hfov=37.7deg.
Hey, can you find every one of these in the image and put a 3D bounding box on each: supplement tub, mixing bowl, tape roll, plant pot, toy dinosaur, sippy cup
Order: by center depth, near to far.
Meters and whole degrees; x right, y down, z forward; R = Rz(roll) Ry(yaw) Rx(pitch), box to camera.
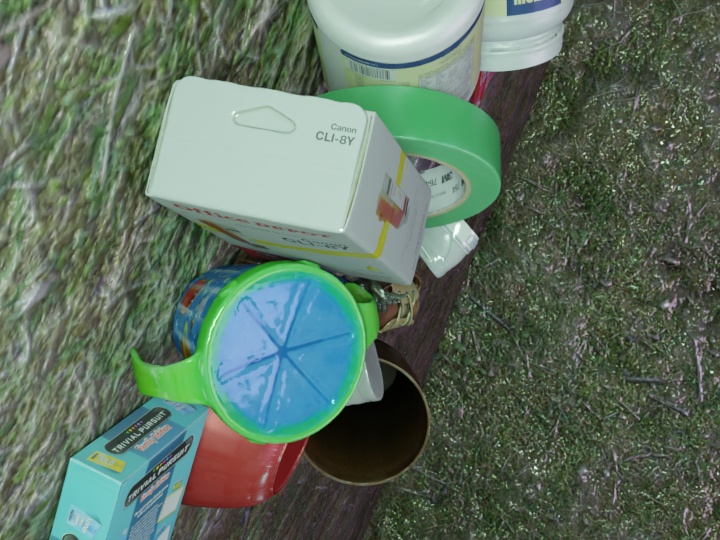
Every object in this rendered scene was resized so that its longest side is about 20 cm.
[{"bbox_3d":[-0.083,0.052,0.829,0.130,0.177,0.141,18,-95,60],"label":"sippy cup"},{"bbox_3d":[0.033,-0.202,0.897,0.200,0.144,0.146,77,38,-73],"label":"supplement tub"},{"bbox_3d":[0.023,-0.092,0.917,0.201,0.198,0.049,81,9,-70],"label":"tape roll"},{"bbox_3d":[0.000,0.000,0.997,0.047,0.088,0.200,-38,-176,9],"label":"toy dinosaur"},{"bbox_3d":[0.131,-0.307,1.002,0.145,0.144,0.202,-54,145,-50],"label":"supplement tub"},{"bbox_3d":[-0.110,0.149,1.009,0.200,0.108,0.202,24,90,-80],"label":"mixing bowl"},{"bbox_3d":[0.005,0.173,1.502,0.200,0.185,0.188,-81,-170,-73],"label":"plant pot"}]

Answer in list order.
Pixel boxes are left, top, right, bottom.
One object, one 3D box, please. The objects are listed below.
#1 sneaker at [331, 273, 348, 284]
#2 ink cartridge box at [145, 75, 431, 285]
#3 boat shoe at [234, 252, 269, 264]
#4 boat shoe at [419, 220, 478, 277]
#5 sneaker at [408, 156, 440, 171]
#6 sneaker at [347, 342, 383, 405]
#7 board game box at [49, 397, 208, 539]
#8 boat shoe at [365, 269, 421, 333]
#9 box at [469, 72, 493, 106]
[{"bbox_3d":[-0.030,-0.001,1.101,0.201,0.078,0.066,-55,160,-21],"label":"sneaker"},{"bbox_3d":[-0.042,-0.056,0.751,0.200,0.144,0.084,37,65,-72],"label":"ink cartridge box"},{"bbox_3d":[-0.070,0.003,0.996,0.203,0.074,0.075,-57,167,-45],"label":"boat shoe"},{"bbox_3d":[0.029,-0.070,1.056,0.069,0.200,0.072,-47,162,1],"label":"boat shoe"},{"bbox_3d":[0.053,-0.169,1.130,0.070,0.080,0.202,11,86,-62],"label":"sneaker"},{"bbox_3d":[-0.050,0.062,1.222,0.074,0.115,0.202,13,64,-67],"label":"sneaker"},{"bbox_3d":[-0.200,0.215,0.861,0.151,0.047,0.202,-39,149,-68],"label":"board game box"},{"bbox_3d":[0.028,0.026,1.135,0.200,0.073,0.076,-54,161,-71],"label":"boat shoe"},{"bbox_3d":[0.118,-0.287,1.265,0.200,0.095,0.100,84,32,-69],"label":"box"}]
